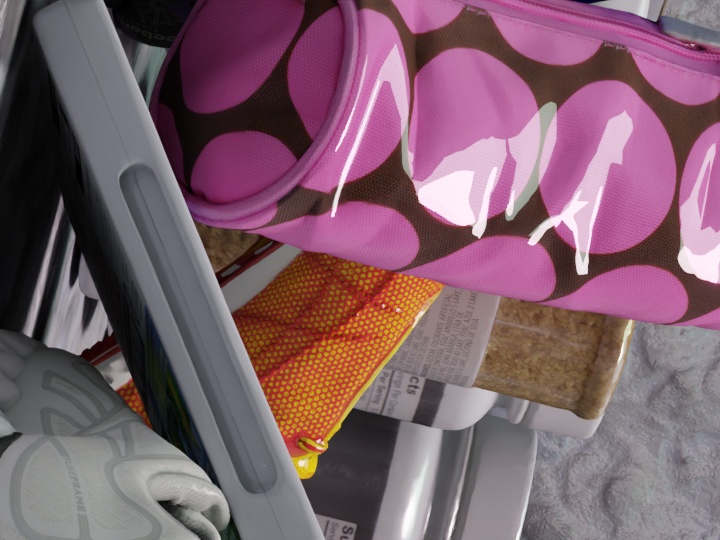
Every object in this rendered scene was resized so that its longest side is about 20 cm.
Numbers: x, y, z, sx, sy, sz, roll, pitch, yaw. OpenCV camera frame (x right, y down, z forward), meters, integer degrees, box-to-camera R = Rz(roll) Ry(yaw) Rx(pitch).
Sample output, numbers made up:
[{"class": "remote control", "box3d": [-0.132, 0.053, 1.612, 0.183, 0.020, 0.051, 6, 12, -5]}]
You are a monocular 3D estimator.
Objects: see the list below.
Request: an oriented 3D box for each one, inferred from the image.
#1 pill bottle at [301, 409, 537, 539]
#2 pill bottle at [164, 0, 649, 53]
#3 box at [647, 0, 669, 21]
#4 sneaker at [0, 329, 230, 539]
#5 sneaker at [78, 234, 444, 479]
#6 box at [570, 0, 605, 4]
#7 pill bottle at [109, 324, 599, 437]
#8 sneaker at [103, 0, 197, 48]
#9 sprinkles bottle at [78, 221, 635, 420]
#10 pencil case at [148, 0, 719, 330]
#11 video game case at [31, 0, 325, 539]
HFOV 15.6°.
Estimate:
[{"class": "pill bottle", "box3d": [-0.027, 0.094, 1.208, 0.113, 0.200, 0.113, -167, -90, -89]}, {"class": "pill bottle", "box3d": [0.002, -0.096, 0.904, 0.200, 0.112, 0.112, 5, -100, 63]}, {"class": "box", "box3d": [0.041, -0.178, 1.138, 0.041, 0.200, 0.156, 105, -1, -47]}, {"class": "sneaker", "box3d": [-0.074, 0.062, 0.655, 0.200, 0.081, 0.075, -96, -162, -83]}, {"class": "sneaker", "box3d": [-0.016, 0.022, 0.887, 0.200, 0.077, 0.073, -33, -172, 11]}, {"class": "box", "box3d": [0.058, -0.189, 0.715, 0.200, 0.105, 0.184, 31, 51, -66]}, {"class": "pill bottle", "box3d": [0.006, -0.001, 1.065, 0.113, 0.200, 0.113, -166, -90, -89]}, {"class": "sneaker", "box3d": [-0.039, -0.105, 0.751, 0.200, 0.076, 0.088, 142, -33, -88]}, {"class": "sprinkles bottle", "box3d": [0.000, 0.000, 0.964, 0.068, 0.200, 0.068, -166, -90, -90]}, {"class": "pencil case", "box3d": [0.042, -0.042, 0.757, 0.094, 0.200, 0.091, -60, -138, 25]}, {"class": "video game case", "box3d": [-0.046, 0.035, 0.741, 0.200, 0.022, 0.183, 109, -41, -77]}]
